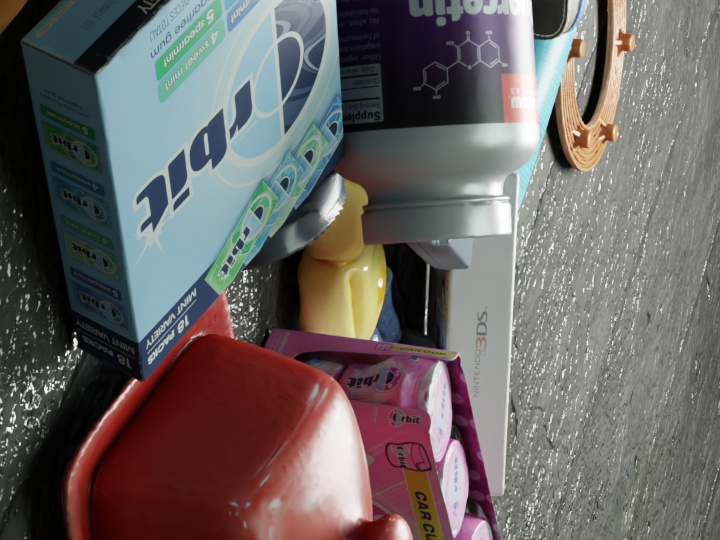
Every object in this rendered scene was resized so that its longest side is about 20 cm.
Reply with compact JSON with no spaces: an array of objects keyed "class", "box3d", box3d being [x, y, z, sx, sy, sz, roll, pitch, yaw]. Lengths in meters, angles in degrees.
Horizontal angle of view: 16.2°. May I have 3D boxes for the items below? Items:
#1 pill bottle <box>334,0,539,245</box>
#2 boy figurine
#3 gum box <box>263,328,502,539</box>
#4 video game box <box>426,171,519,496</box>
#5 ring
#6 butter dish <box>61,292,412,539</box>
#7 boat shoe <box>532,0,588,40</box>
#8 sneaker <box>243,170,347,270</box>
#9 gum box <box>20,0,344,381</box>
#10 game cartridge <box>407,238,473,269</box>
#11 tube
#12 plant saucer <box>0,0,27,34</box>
[{"class":"pill bottle","box3d":[0.033,-0.116,1.286,0.112,0.112,0.202,-7,93,-70]},{"class":"boy figurine","box3d":[0.000,0.000,1.464,0.201,0.064,0.125,77,28,-49]},{"class":"gum box","box3d":[0.008,0.121,1.440,0.201,0.113,0.066,76,27,-44]},{"class":"video game box","box3d":[0.068,0.024,1.604,0.182,0.046,0.202,-90,-178,-80]},{"class":"ring","box3d":[0.189,-0.179,2.006,0.200,0.019,0.202,6,90,-71]},{"class":"butter dish","box3d":[-0.046,0.134,1.237,0.200,0.147,0.201,-56,146,-55]},{"class":"boat shoe","box3d":[0.099,-0.232,1.693,0.073,0.072,0.201,-58,138,-44]},{"class":"sneaker","box3d":[-0.040,-0.079,1.340,0.082,0.070,0.200,66,27,-27]},{"class":"gum box","box3d":[-0.074,-0.075,1.143,0.170,0.044,0.201,-50,153,-32]},{"class":"game cartridge","box3d":[0.047,-0.106,1.442,0.133,0.041,0.202,32,61,-74]},{"class":"tube","box3d":[0.122,-0.133,1.813,0.077,0.050,0.202,34,68,-64]},{"class":"plant saucer","box3d":[-0.163,-0.171,0.985,0.200,0.037,0.202,5,90,-70]}]
